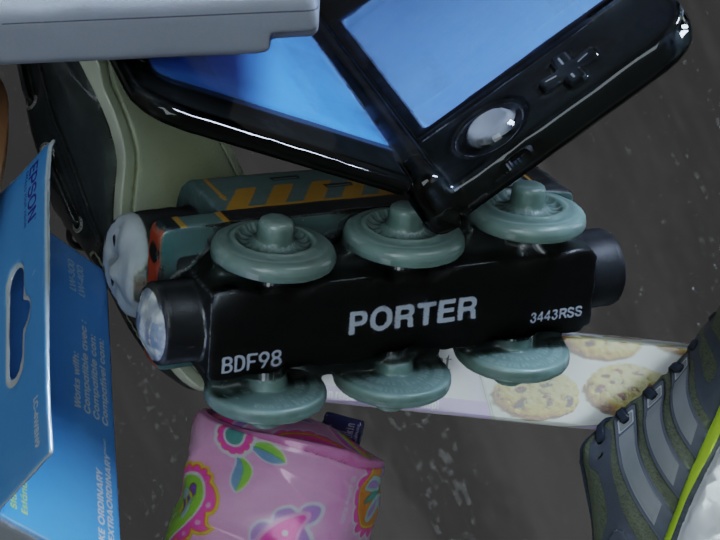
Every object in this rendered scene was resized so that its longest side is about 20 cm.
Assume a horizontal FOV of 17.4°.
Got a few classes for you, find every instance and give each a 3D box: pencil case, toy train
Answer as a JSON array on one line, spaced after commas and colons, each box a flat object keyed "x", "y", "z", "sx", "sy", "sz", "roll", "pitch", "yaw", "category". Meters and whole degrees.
[{"x": -0.054, "y": 0.151, "z": 0.959, "sx": 0.087, "sy": 0.087, "sz": 0.200, "roll": 16, "pitch": 90, "yaw": 4, "category": "pencil case"}, {"x": 0.000, "y": 0.000, "z": 0.908, "sx": 0.200, "sy": 0.114, "sz": 0.085, "roll": -8, "pitch": 116, "yaw": -24, "category": "toy train"}]

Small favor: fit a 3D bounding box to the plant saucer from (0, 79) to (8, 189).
[{"x": -0.181, "y": 0.001, "z": 0.915, "sx": 0.032, "sy": 0.200, "sz": 0.200, "roll": 19, "pitch": 91, "yaw": -20, "category": "plant saucer"}]

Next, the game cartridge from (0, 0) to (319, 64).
[{"x": -0.080, "y": -0.131, "z": 0.877, "sx": 0.133, "sy": 0.200, "sz": 0.041, "roll": -6, "pitch": 118, "yaw": 2, "category": "game cartridge"}]

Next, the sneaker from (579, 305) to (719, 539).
[{"x": 0.129, "y": 0.060, "z": 0.909, "sx": 0.081, "sy": 0.074, "sz": 0.200, "roll": 14, "pitch": 81, "yaw": 36, "category": "sneaker"}]

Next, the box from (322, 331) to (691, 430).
[{"x": 0.071, "y": 0.043, "z": 0.970, "sx": 0.200, "sy": 0.039, "sz": 0.041, "roll": 6, "pitch": 90, "yaw": 4, "category": "box"}]

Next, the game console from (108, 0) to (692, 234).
[{"x": -0.002, "y": -0.109, "z": 0.882, "sx": 0.176, "sy": 0.200, "sz": 0.116, "roll": -36, "pitch": 122, "yaw": 3, "category": "game console"}]

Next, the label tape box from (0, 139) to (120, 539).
[{"x": -0.132, "y": 0.069, "z": 0.886, "sx": 0.066, "sy": 0.200, "sz": 0.143, "roll": 16, "pitch": 46, "yaw": -27, "category": "label tape box"}]

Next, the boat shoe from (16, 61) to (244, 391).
[{"x": -0.100, "y": -0.041, "z": 0.972, "sx": 0.066, "sy": 0.074, "sz": 0.199, "roll": -22, "pitch": 90, "yaw": 45, "category": "boat shoe"}]
